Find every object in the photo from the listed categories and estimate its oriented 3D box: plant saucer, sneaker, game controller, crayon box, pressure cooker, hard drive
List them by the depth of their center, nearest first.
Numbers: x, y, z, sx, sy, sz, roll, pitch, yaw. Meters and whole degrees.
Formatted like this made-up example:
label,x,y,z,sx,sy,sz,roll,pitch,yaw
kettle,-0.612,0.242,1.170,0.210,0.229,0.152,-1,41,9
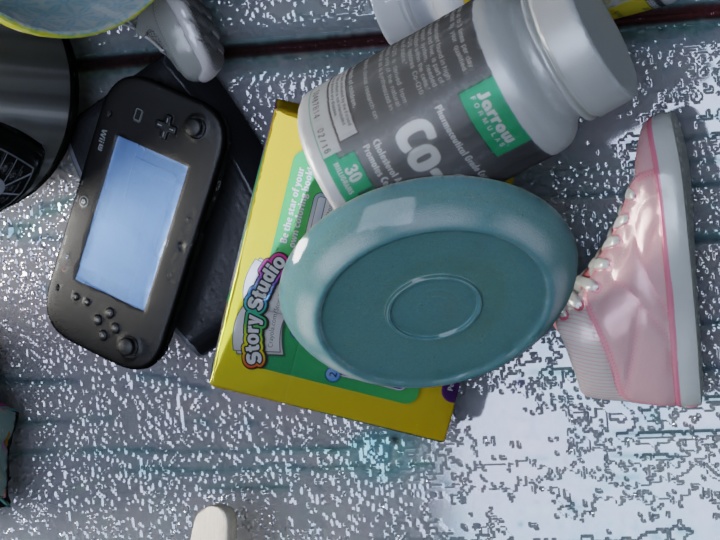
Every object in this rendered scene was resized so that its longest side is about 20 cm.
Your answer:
label,x,y,z,sx,sy,sz,roll,pitch,yaw
plant saucer,0.047,0.017,1.536,0.199,0.200,0.028,-27,47,19
sneaker,0.176,-0.004,1.590,0.104,0.075,0.202,-2,101,13
crayon box,0.000,0.000,1.635,0.171,0.058,0.201,14,101,-2
pressure cooker,-0.321,-0.126,1.659,0.178,0.199,0.177,4,92,33
game controller,-0.159,-0.034,1.671,0.104,0.042,0.201,21,103,15
sneaker,-0.173,-0.200,1.680,0.082,0.075,0.200,-43,71,6
hard drive,-0.127,-0.050,1.703,0.134,0.042,0.201,-32,86,19

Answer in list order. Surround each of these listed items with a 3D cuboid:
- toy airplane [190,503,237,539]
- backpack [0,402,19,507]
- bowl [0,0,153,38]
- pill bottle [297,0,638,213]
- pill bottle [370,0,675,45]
label,x,y,z,sx,sy,sz,roll,pitch,yaw
toy airplane,-0.112,0.297,1.691,0.199,0.141,0.201,-38,85,19
backpack,-0.359,0.108,1.718,0.175,0.200,0.155,-2,80,20
bowl,-0.224,-0.254,1.597,0.107,0.199,0.202,-1,99,59
pill bottle,0.069,-0.108,1.506,0.199,0.113,0.114,-28,88,20
pill bottle,0.109,-0.209,1.567,0.199,0.112,0.113,-14,93,20
